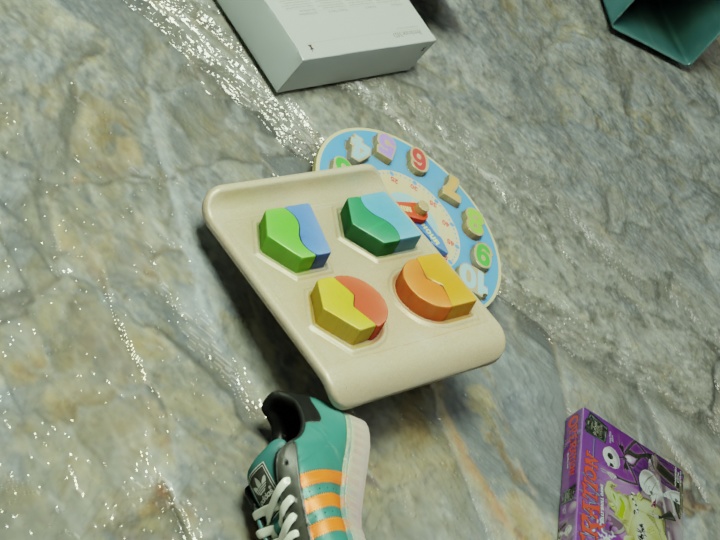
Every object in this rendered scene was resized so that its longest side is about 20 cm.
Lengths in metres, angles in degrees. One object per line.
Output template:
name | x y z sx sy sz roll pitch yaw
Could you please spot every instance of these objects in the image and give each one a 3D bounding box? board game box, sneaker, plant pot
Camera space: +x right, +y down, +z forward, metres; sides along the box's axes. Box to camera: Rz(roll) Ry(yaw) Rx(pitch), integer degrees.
board game box | 0.214 0.219 1.089 0.120 0.032 0.201 29 42 -15
sneaker | -0.043 0.163 0.871 0.080 0.071 0.201 28 35 -21
plant pot | 0.380 -0.392 1.667 0.141 0.141 0.201 19 39 -30

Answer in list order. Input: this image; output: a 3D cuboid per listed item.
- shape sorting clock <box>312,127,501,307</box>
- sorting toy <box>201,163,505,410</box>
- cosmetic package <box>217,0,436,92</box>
shape sorting clock | 0.044 -0.045 1.143 0.199 0.039 0.201 24 45 -26
sorting toy | 0.000 0.000 1.006 0.184 0.037 0.200 -12 57 -41
cosmetic package | -0.039 -0.248 1.228 0.199 0.052 0.151 -18 69 -49
